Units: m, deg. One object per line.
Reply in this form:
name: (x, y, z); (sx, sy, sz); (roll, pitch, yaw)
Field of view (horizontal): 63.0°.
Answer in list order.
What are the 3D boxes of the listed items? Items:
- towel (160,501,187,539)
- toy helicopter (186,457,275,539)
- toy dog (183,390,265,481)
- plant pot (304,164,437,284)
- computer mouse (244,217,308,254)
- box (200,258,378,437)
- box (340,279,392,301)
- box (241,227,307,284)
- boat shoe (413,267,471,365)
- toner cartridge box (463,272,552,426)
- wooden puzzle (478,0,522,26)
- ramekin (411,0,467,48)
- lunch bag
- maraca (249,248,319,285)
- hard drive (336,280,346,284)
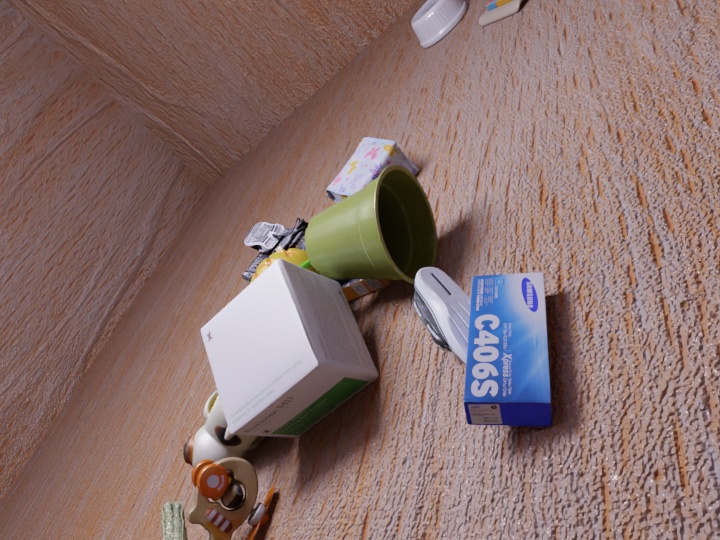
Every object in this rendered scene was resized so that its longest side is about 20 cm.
towel: (-0.269, 0.451, 0.880); (0.036, 0.152, 0.199); (-8, 8, -20)
toy helicopter: (-0.200, 0.390, 0.889); (0.079, 0.130, 0.204); (155, 126, -63)
toy dog: (-0.225, 0.286, 1.053); (0.201, 0.138, 0.195); (-54, 17, 15)
plant pot: (0.008, -0.059, 1.034); (0.187, 0.201, 0.202); (-14, 39, 34)
computer mouse: (-0.202, -0.074, 1.364); (0.198, 0.044, 0.111); (9, 62, 53)
box: (-0.116, 0.132, 0.952); (0.198, 0.170, 0.202); (-39, 57, 20)
box: (0.000, 0.000, 1.203); (0.198, 0.041, 0.120); (-22, 34, 42)
box: (-0.184, -0.023, 1.367); (0.159, 0.050, 0.199); (-54, 27, -15)
boat shoe: (0.132, 0.078, 0.817); (0.201, 0.071, 0.072); (-118, 28, -48)
toner cartridge box: (0.177, 0.088, 0.705); (0.093, 0.044, 0.202); (-3, 41, 16)
wooden puzzle: (0.435, -0.789, 1.652); (0.201, 0.037, 0.184); (-53, 24, -9)
ramekin: (0.261, -0.868, 2.007); (0.201, 0.094, 0.204); (-39, 25, 22)
lunch bag: (0.018, -0.219, 1.404); (0.171, 0.127, 0.199); (-53, 33, -6)
maraca: (-0.155, 0.031, 1.072); (0.199, 0.108, 0.137); (-37, -1, -31)
hard drive: (-0.023, -0.038, 1.210); (0.199, 0.038, 0.141); (-38, 25, 26)
